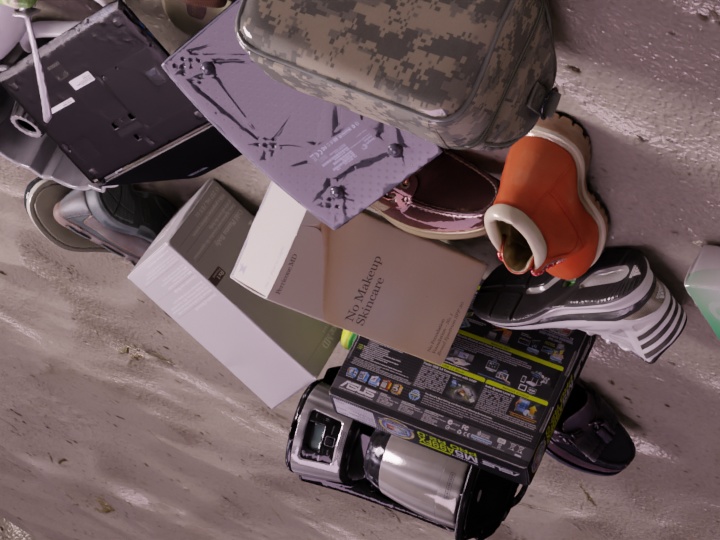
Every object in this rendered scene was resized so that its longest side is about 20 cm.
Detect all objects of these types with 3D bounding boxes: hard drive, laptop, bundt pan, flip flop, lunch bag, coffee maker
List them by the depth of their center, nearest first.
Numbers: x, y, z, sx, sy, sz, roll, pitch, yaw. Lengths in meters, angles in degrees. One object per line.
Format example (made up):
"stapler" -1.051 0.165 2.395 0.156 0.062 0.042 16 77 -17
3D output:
"lunch bag" 0.031 -0.164 1.387 0.199 0.140 0.168 22 174 22
"flip flop" -0.134 -0.227 1.538 0.081 0.058 0.200 25 158 6
"hard drive" -0.043 -0.135 1.574 0.135 0.042 0.200 -36 113 28
"laptop" -0.170 -0.148 1.688 0.177 0.103 0.200 -23 116 42
"bundt pan" -0.289 -0.161 1.830 0.201 0.076 0.202 24 158 10
"coffee maker" 0.048 0.183 1.944 0.199 0.135 0.192 19 165 22

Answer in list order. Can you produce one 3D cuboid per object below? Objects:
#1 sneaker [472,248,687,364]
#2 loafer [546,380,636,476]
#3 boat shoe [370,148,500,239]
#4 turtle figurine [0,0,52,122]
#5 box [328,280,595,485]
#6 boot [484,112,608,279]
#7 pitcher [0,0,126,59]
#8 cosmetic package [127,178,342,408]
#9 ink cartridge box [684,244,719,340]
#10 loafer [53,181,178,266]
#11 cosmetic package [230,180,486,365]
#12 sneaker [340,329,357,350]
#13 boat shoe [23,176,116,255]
"sneaker" 0.194 0.044 1.725 0.200 0.076 0.115 -4 140 48
"loafer" 0.191 0.131 1.928 0.200 0.072 0.063 36 152 -12
"boat shoe" 0.030 -0.085 1.647 0.199 0.072 0.072 23 159 27
"turtle figurine" -0.227 -0.259 1.469 0.200 0.144 0.194 47 147 11
"box" 0.093 0.088 1.822 0.199 0.161 0.044 19 156 17
"boot" 0.142 -0.031 1.588 0.075 0.108 0.200 15 156 23
"pitcher" -0.299 -0.225 1.660 0.171 0.122 0.200 36 145 -19
"cosmetic package" -0.113 0.025 1.933 0.200 0.107 0.090 40 137 -11
"ink cartridge box" 0.375 0.050 1.574 0.199 0.050 0.161 11 152 40
"loafer" -0.227 -0.041 1.978 0.063 0.072 0.200 -20 151 22
"cosmetic package" 0.000 0.000 1.730 0.199 0.104 0.073 20 -175 -35
"sneaker" 0.040 0.066 1.958 0.083 0.074 0.200 11 164 25
"boat shoe" -0.276 -0.063 1.999 0.066 0.075 0.199 35 -166 34
